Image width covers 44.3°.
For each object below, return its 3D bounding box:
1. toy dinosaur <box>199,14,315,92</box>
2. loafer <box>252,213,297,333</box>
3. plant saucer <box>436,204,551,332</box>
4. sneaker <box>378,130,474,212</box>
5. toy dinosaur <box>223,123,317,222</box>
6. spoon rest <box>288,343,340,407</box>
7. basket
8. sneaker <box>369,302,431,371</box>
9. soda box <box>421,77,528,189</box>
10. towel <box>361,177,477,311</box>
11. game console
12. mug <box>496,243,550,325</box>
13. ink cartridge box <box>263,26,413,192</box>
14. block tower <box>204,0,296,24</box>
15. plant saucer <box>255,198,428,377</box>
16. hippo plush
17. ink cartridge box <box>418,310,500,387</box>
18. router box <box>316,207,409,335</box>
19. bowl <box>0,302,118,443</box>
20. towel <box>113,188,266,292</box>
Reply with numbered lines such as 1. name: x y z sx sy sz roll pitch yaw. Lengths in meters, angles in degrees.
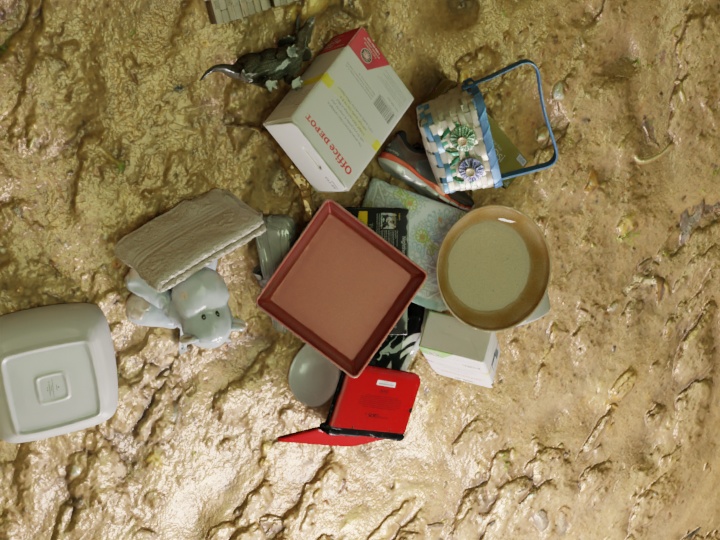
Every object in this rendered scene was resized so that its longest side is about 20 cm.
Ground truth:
1. toy dinosaur: -0.138 -0.299 1.299 0.198 0.102 0.078 -27 116 -6
2. loafer: -0.137 0.005 1.416 0.068 0.070 0.204 5 113 12
3. plant saucer: 0.211 -0.004 1.425 0.196 0.035 0.204 -1 95 -13
4. sneaker: 0.124 -0.165 1.466 0.198 0.077 0.083 29 86 -30
5. toy dinosaur: -0.105 -0.172 1.358 0.106 0.060 0.201 -37 95 -39
6. spoon rest: -0.053 0.132 1.479 0.202 0.098 0.061 -61 151 -3
7. basket: 0.196 -0.211 1.361 0.197 0.140 0.178 -22 118 3
8. sneaker: 0.043 0.116 1.519 0.110 0.073 0.203 17 101 -29
9. soda box: 0.191 -0.228 1.475 0.064 0.068 0.200 -48 119 -1
10. towel: 0.083 -0.039 1.464 0.197 0.048 0.174 20 96 2
11. game console: -0.017 0.231 1.489 0.198 0.118 0.175 16 92 -49
12. mug: 0.216 0.000 1.525 0.196 0.148 0.178 -14 101 -1
13. ink cartridge box: -0.031 -0.239 1.330 0.146 0.083 0.201 49 62 -29
14. block tower: -0.137 -0.409 1.280 0.197 0.054 0.059 -20 113 -16
15. plant saucer: -0.029 0.027 1.369 0.199 0.037 0.201 36 91 -5
16. hippo plush: -0.264 0.059 1.315 0.157 0.161 0.204 -13 111 -19
17. ink cartridge box: 0.177 0.140 1.531 0.200 0.115 0.068 58 48 -66
18. router box: 0.000 0.000 1.417 0.154 0.052 0.204 1 93 2
19. bowl: -0.460 0.159 1.313 0.196 0.075 0.204 -11 109 -21
20. towel: -0.246 -0.050 1.289 0.199 0.132 0.035 -34 135 -26
